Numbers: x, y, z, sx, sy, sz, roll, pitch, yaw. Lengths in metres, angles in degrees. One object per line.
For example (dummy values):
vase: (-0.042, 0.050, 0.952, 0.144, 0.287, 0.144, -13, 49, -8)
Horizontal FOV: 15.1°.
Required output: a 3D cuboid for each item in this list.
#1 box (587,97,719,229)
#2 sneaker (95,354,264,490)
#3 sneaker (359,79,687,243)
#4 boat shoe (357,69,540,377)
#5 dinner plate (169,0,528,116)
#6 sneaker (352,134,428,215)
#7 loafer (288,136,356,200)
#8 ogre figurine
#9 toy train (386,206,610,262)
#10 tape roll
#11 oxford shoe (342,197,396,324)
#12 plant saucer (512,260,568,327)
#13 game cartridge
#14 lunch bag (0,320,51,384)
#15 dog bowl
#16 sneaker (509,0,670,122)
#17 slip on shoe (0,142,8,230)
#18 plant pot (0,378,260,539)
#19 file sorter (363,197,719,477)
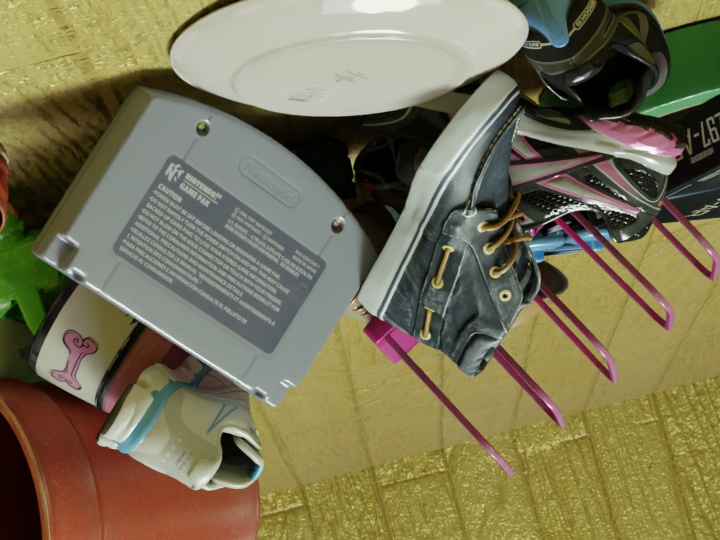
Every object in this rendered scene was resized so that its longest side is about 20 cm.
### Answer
box: (0.270, -0.084, 1.843, 0.160, 0.044, 0.200, -5, 165, -39)
sneaker: (-0.093, 0.099, 1.678, 0.075, 0.087, 0.200, -55, 173, 16)
sneaker: (0.092, -0.064, 1.651, 0.200, 0.086, 0.080, 13, -170, 13)
boat shoe: (0.074, -0.026, 1.604, 0.071, 0.091, 0.200, -46, 167, -44)
dinner plate: (-0.006, -0.117, 1.510, 0.200, 0.024, 0.200, -3, 165, -1)
sneaker: (0.033, -0.072, 1.780, 0.082, 0.077, 0.200, 9, 175, -12)
loafer: (-0.057, -0.037, 1.846, 0.070, 0.068, 0.201, -6, 162, -15)
ogre figurine: (-0.215, 0.003, 1.748, 0.200, 0.098, 0.120, -3, 179, -6)
toy train: (0.103, -0.043, 1.980, 0.200, 0.087, 0.114, -6, 175, -30)
tape roll: (0.223, -0.119, 1.848, 0.200, 0.048, 0.200, -14, 169, -3)
oxford shoe: (0.000, 0.000, 1.759, 0.071, 0.074, 0.200, -47, 171, 19)
plant saucer: (0.053, 0.008, 2.013, 0.200, 0.035, 0.200, 9, -166, -2)
game cartridge: (-0.085, -0.019, 1.597, 0.200, 0.133, 0.041, 36, 178, -37)
lunch bag: (-0.246, 0.051, 1.890, 0.200, 0.122, 0.170, -20, 170, -3)
dog bowl: (-0.116, 0.010, 1.711, 0.200, 0.074, 0.200, -48, 172, -9)
sneaker: (0.139, -0.122, 1.606, 0.071, 0.083, 0.200, -28, 167, 16)
slip on shoe: (-0.248, -0.053, 1.504, 0.074, 0.061, 0.200, -16, 168, 15)
plant pot: (-0.184, 0.156, 1.788, 0.195, 0.201, 0.201, -5, 166, -42)
file sorter: (0.122, 0.021, 1.744, 0.200, 0.125, 0.139, -43, 170, -1)
